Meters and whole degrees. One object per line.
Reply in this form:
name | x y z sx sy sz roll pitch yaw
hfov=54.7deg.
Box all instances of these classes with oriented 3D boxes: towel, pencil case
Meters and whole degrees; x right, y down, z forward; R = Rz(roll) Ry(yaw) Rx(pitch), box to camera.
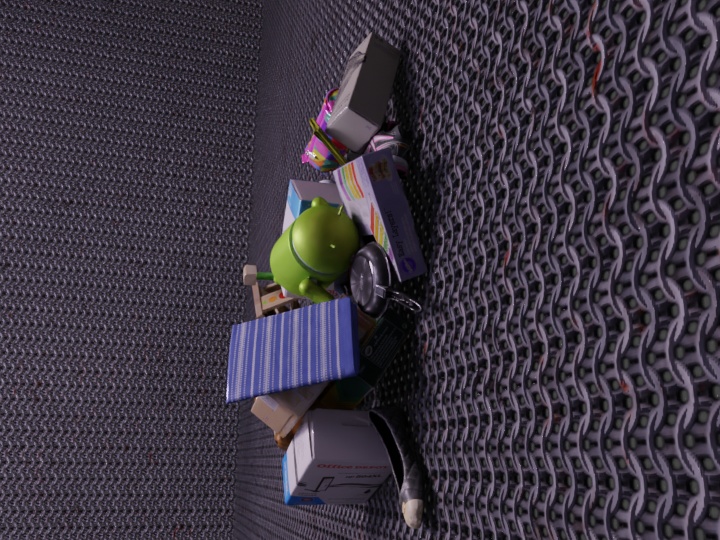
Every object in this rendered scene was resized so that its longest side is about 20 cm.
towel | -0.022 -0.176 1.208 0.018 0.200 0.086 -38 26 5
towel | -0.098 0.116 1.021 0.145 0.199 0.024 -95 -13 -45
pencil case | -0.053 -0.268 1.357 0.200 0.088 0.089 125 146 -60

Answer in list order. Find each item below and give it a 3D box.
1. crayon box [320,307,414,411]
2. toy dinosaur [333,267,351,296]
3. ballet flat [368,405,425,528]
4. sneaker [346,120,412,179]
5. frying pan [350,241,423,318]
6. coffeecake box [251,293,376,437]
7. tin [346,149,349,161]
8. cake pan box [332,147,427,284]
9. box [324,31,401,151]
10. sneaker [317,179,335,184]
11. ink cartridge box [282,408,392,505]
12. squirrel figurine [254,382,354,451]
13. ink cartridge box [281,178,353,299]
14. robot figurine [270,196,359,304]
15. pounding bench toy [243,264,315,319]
crayon box | 0.003 0.155 1.094 0.126 0.052 0.200 -53 -4 -32
toy dinosaur | 0.000 0.000 1.231 0.200 0.105 0.182 -22 52 54
ballet flat | 0.052 0.275 0.980 0.200 0.057 0.067 -106 25 -52
sneaker | 0.043 -0.207 1.169 0.200 0.080 0.087 33 105 64
frying pan | 0.027 0.038 1.021 0.190 0.031 0.115 -119 37 -45
coffeecake box | -0.076 0.153 1.106 0.200 0.073 0.154 -49 -5 -28
tin | 0.002 -0.290 1.381 0.112 0.042 0.201 134 138 -60
cake pan box | 0.028 -0.077 1.078 0.184 0.052 0.201 -169 60 -76
box | 0.006 -0.306 1.185 0.082 0.068 0.201 -37 30 47
sneaker | -0.077 -0.095 1.536 0.109 0.070 0.200 -94 10 -45
ink cartridge box | -0.035 0.304 1.118 0.200 0.145 0.085 115 155 -51
squirrel figurine | -0.085 0.225 1.238 0.142 0.199 0.187 129 129 -58
ink cartridge box | -0.076 -0.059 1.382 0.146 0.146 0.201 -119 38 -63
robot figurine | -0.076 -0.030 1.135 0.200 0.115 0.176 -41 36 55
pounding bench toy | -0.146 0.053 1.487 0.124 0.155 0.200 -110 -1 -55
